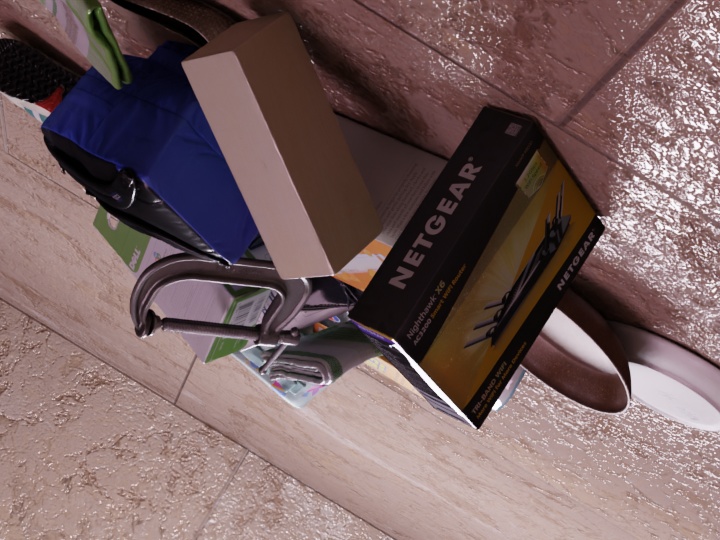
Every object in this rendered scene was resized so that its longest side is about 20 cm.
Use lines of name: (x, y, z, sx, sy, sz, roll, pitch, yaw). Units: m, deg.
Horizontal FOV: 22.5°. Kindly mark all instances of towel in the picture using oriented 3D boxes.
towel: (0.015, 0.071, 1.835, 0.149, 0.199, 0.031, 5, 111, 61)
towel: (-0.271, -0.249, 1.516, 0.200, 0.031, 0.149, 49, 172, 19)

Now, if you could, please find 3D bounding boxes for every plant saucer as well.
plant saucer: (0.181, 0.056, 1.696, 0.200, 0.037, 0.201, 38, 164, 13)

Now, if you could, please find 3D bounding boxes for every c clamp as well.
c clamp: (-0.133, 0.043, 1.701, 0.199, 0.027, 0.171, 12, 139, -32)

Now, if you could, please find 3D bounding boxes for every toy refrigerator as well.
toy refrigerator: (-0.063, -0.098, 1.454, 0.070, 0.076, 0.201, -6, 118, 42)

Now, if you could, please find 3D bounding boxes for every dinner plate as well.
dinner plate: (0.294, 0.110, 1.726, 0.200, 0.024, 0.200, 29, 167, 7)

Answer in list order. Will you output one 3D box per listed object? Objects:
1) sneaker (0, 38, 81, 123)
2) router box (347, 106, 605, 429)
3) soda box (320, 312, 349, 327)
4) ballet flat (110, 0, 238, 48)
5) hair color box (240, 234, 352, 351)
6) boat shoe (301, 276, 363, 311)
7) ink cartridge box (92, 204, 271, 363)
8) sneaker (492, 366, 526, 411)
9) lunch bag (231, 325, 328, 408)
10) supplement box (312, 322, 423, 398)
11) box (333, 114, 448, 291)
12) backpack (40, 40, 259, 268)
sneaker: (-0.317, -0.184, 1.923, 0.199, 0.070, 0.093, 34, -177, -20)
router box: (0.094, 0.000, 1.398, 0.052, 0.200, 0.157, 23, 165, 39)
soda box: (-0.025, 0.010, 1.952, 0.071, 0.063, 0.200, 28, 165, 15)
ballet flat: (-0.161, -0.212, 1.514, 0.200, 0.046, 0.067, 32, 166, -2)
hair color box: (-0.069, 0.004, 1.824, 0.200, 0.061, 0.100, -22, 108, 41)
boat shoe: (0.000, 0.000, 1.700, 0.199, 0.062, 0.075, -15, 111, 30)
ink cartridge box: (-0.177, -0.018, 1.802, 0.200, 0.059, 0.104, 49, 137, 21)
sneaker: (0.103, 0.088, 1.930, 0.130, 0.080, 0.200, 31, 165, -7)
lunch bag: (-0.106, 0.061, 2.121, 0.200, 0.077, 0.161, 40, -158, -23)
supplement box: (0.044, 0.088, 2.074, 0.200, 0.069, 0.067, 32, 164, 7)
box: (0.035, -0.039, 1.577, 0.199, 0.098, 0.125, 25, 159, 24)
backpack: (-0.170, -0.113, 1.617, 0.200, 0.168, 0.163, 20, 156, 45)
